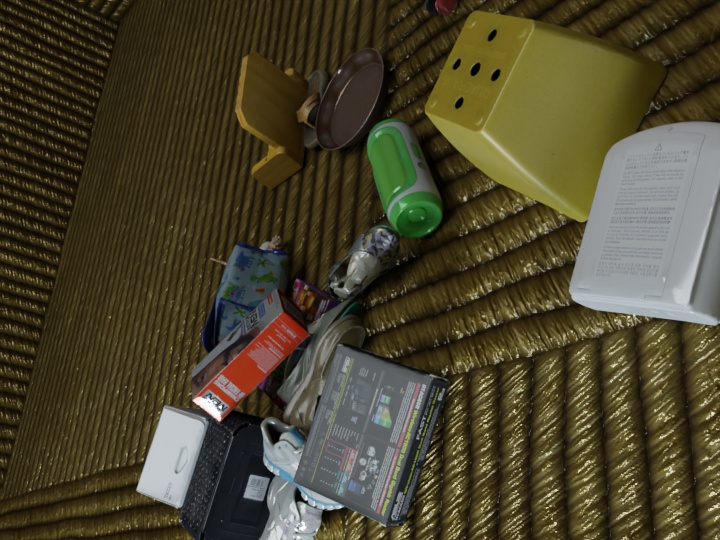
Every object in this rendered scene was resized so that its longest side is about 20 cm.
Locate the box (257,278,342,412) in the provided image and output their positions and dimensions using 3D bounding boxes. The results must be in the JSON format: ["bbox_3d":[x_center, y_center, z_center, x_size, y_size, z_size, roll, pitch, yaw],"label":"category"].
[{"bbox_3d":[-0.105,0.127,1.388,0.137,0.039,0.201,27,95,59],"label":"box"}]

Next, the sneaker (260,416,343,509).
[{"bbox_3d":[-0.079,0.269,1.175,0.199,0.087,0.075,17,43,39],"label":"sneaker"}]

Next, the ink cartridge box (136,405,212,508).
[{"bbox_3d":[-0.280,0.314,1.396,0.083,0.200,0.146,15,82,15],"label":"ink cartridge box"}]

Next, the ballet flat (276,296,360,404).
[{"bbox_3d":[-0.072,0.121,1.293,0.063,0.067,0.201,28,90,24],"label":"ballet flat"}]

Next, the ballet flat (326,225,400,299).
[{"bbox_3d":[0.000,0.000,1.248,0.200,0.072,0.073,137,142,-59],"label":"ballet flat"}]

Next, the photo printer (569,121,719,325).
[{"bbox_3d":[0.308,-0.053,0.834,0.166,0.069,0.201,5,76,58],"label":"photo printer"}]

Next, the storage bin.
[{"bbox_3d":[-0.185,0.335,1.297,0.094,0.135,0.201,10,81,58],"label":"storage bin"}]

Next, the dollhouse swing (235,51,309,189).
[{"bbox_3d":[-0.204,-0.306,1.657,0.181,0.175,0.201,-26,53,50],"label":"dollhouse swing"}]

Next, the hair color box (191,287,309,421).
[{"bbox_3d":[-0.178,0.131,1.303,0.200,0.064,0.111,-45,21,5],"label":"hair color box"}]

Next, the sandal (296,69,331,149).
[{"bbox_3d":[-0.098,-0.322,1.623,0.080,0.054,0.201,-34,46,43],"label":"sandal"}]

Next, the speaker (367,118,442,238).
[{"bbox_3d":[0.065,-0.142,1.243,0.089,0.088,0.201,-48,38,30],"label":"speaker"}]

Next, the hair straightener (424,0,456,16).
[{"bbox_3d":[0.156,-0.518,1.361,0.077,0.041,0.201,27,95,58],"label":"hair straightener"}]

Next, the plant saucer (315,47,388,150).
[{"bbox_3d":[-0.011,-0.307,1.499,0.200,0.034,0.202,-33,46,43],"label":"plant saucer"}]

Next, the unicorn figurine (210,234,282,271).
[{"bbox_3d":[-0.211,-0.001,1.606,0.199,0.074,0.138,-30,36,27],"label":"unicorn figurine"}]

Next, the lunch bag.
[{"bbox_3d":[-0.205,0.079,1.469,0.171,0.126,0.201,-83,6,-50],"label":"lunch bag"}]

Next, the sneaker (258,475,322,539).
[{"bbox_3d":[-0.104,0.387,1.202,0.099,0.075,0.201,-26,52,49],"label":"sneaker"}]

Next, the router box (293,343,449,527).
[{"bbox_3d":[0.014,0.212,1.080,0.149,0.062,0.201,16,86,31],"label":"router box"}]

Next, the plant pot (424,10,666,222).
[{"bbox_3d":[0.200,-0.205,0.986,0.201,0.176,0.200,-63,32,8],"label":"plant pot"}]

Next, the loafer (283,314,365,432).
[{"bbox_3d":[-0.042,0.164,1.244,0.067,0.076,0.201,28,92,37],"label":"loafer"}]
